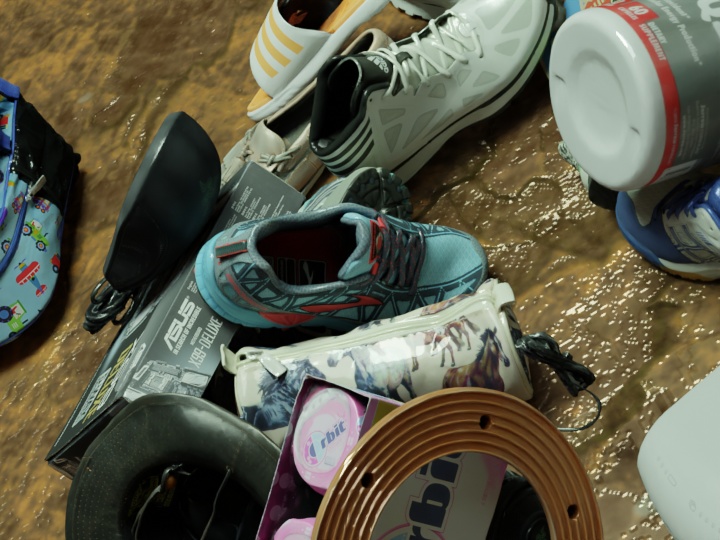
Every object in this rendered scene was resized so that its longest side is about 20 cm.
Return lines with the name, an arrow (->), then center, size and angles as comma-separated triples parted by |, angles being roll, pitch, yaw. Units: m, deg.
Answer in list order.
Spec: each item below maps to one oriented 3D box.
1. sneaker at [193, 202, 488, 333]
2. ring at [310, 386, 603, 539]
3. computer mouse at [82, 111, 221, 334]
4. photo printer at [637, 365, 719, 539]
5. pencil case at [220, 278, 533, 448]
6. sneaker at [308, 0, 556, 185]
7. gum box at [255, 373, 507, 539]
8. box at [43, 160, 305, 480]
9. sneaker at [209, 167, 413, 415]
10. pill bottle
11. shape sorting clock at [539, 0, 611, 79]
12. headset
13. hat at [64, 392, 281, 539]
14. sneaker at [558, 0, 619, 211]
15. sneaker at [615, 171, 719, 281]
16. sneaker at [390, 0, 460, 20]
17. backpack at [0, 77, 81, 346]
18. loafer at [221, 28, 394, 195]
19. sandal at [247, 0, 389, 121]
sneaker -> 0.000, 0.000, 1.543 | 0.095, 0.199, 0.080 | 142, 122, -62
ring -> 0.052, 0.164, 1.330 | 0.201, 0.201, 0.019 | -52, 27, -20
computer mouse -> -0.128, -0.037, 1.611 | 0.053, 0.200, 0.139 | 27, 65, -1
photo printer -> 0.262, 0.098, 1.346 | 0.200, 0.070, 0.166 | -39, 41, -5
pencil case -> 0.014, 0.064, 1.523 | 0.199, 0.090, 0.078 | -16, 48, 14
sneaker -> 0.046, -0.137, 1.654 | 0.201, 0.115, 0.076 | -45, 66, 9
gum box -> 0.000, 0.172, 1.360 | 0.066, 0.113, 0.201 | 14, 87, 51
box -> -0.124, 0.041, 1.619 | 0.158, 0.050, 0.201 | -38, 22, 58
sneaker -> -0.041, 0.019, 1.642 | 0.200, 0.078, 0.086 | -54, 24, -22
pill bottle -> 0.228, -0.127, 1.502 | 0.199, 0.114, 0.114 | -17, 34, -26
shape sorting clock -> 0.187, -0.201, 1.639 | 0.199, 0.039, 0.201 | -6, 82, 47
headset -> 0.065, 0.130, 1.430 | 0.200, 0.094, 0.123 | -49, 41, 0
hat -> -0.082, 0.166, 1.495 | 0.200, 0.202, 0.081 | 4, 8, 30
sneaker -> 0.169, -0.145, 1.585 | 0.089, 0.077, 0.201 | 30, 108, 53
sneaker -> 0.229, -0.037, 1.487 | 0.200, 0.088, 0.075 | 22, 67, 46
sneaker -> 0.066, -0.229, 1.790 | 0.076, 0.081, 0.200 | -47, 40, -12
backpack -> -0.313, -0.029, 1.810 | 0.182, 0.135, 0.201 | -19, 45, 19
loafer -> -0.049, -0.100, 1.753 | 0.200, 0.063, 0.072 | -39, 41, -5
sandal -> -0.030, -0.195, 1.779 | 0.207, 0.059, 0.079 | -43, 14, 34
